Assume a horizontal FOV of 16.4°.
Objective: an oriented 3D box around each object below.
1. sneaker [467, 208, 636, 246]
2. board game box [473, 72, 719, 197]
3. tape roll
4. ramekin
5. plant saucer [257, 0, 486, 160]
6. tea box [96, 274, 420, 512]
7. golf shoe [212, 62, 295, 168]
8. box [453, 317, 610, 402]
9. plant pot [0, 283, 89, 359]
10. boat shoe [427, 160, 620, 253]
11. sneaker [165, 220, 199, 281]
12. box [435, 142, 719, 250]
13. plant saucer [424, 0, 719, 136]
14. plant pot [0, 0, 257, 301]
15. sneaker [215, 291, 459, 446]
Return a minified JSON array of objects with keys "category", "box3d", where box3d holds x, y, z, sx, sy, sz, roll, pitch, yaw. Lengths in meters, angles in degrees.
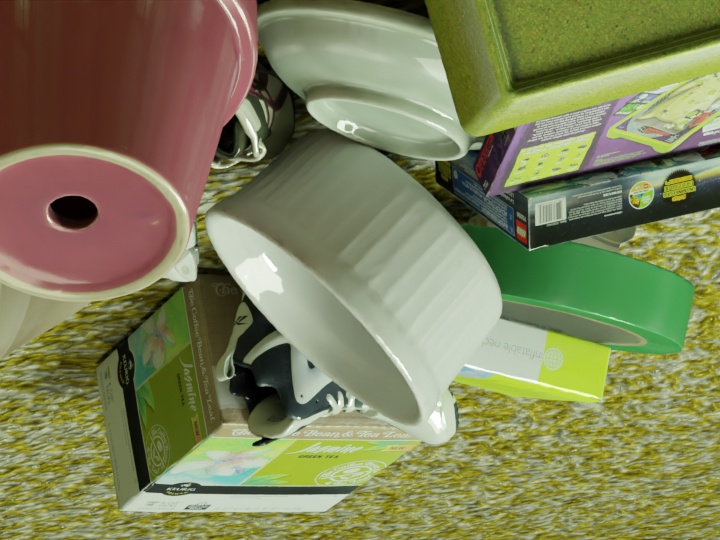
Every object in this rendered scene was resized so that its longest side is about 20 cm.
[{"category":"sneaker","box3d":[0.139,-0.039,1.878,0.115,0.074,0.200,-11,159,-8]},{"category":"board game box","box3d":[0.175,-0.105,1.530,0.199,0.032,0.120,-13,158,-20]},{"category":"tape roll","box3d":[0.138,0.014,1.794,0.199,0.048,0.200,12,172,2]},{"category":"ramekin","box3d":[0.000,0.000,1.658,0.098,0.200,0.201,-46,163,-15]},{"category":"plant saucer","box3d":[0.022,-0.110,1.558,0.199,0.050,0.200,16,168,3]},{"category":"tea box","box3d":[-0.078,0.103,2.027,0.199,0.134,0.197,3,153,-31]},{"category":"golf shoe","box3d":[-0.089,-0.098,1.600,0.077,0.089,0.200,-18,159,11]},{"category":"box","box3d":[0.068,0.055,1.838,0.199,0.048,0.122,15,173,-27]},{"category":"plant pot","box3d":[-0.249,-0.023,1.599,0.199,0.201,0.173,-27,170,33]},{"category":"boat shoe","box3d":[0.121,-0.069,1.762,0.200,0.069,0.072,31,-179,-30]},{"category":"sneaker","box3d":[-0.162,-0.038,1.724,0.099,0.078,0.200,-7,157,-4]},{"category":"box","box3d":[0.166,-0.071,1.640,0.199,0.137,0.040,-12,116,-21]},{"category":"plant saucer","box3d":[0.127,-0.181,1.385,0.199,0.201,0.048,-15,-158,7]},{"category":"plant pot","box3d":[-0.156,-0.091,1.385,0.199,0.180,0.200,-1,140,0]},{"category":"sneaker","box3d":[-0.026,0.100,1.890,0.199,0.130,0.079,42,151,-20]}]
